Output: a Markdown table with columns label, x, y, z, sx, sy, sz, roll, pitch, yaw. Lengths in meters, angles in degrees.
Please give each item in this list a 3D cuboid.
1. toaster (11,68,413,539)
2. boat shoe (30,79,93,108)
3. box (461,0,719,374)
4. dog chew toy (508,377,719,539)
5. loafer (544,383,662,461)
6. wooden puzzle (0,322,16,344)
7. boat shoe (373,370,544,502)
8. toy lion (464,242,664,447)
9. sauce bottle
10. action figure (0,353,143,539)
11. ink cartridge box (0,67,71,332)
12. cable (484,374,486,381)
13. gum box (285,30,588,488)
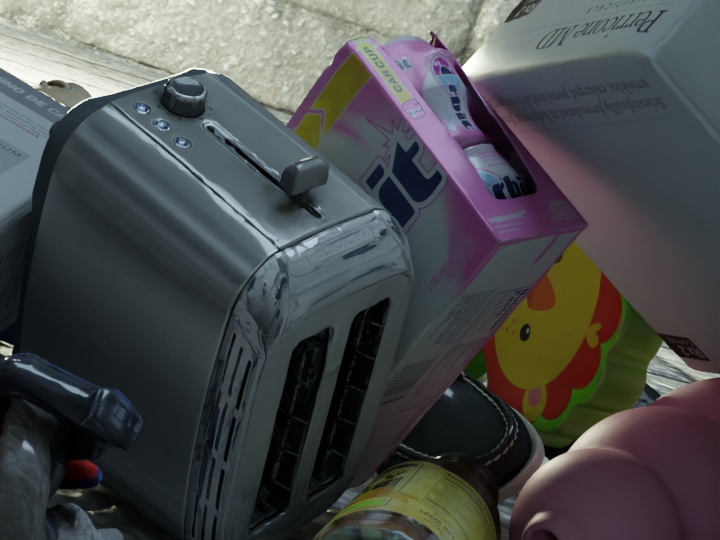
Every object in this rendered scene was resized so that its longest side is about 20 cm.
| label | x | y | z | sx | sy | sz | roll | pitch | yaw |
| --- | --- | --- | --- | --- | --- | --- | --- | --- | --- |
| toaster | -0.064 | 0.027 | 0.718 | 0.129 | 0.200 | 0.113 | 35 | 36 | 28 |
| boat shoe | -0.160 | -0.057 | 0.869 | 0.200 | 0.072 | 0.076 | 32 | -34 | -23 |
| box | 0.174 | -0.057 | 0.752 | 0.200 | 0.131 | 0.199 | 46 | -13 | -16 |
| dog chew toy | 0.143 | 0.114 | 0.801 | 0.124 | 0.125 | 0.200 | 26 | 18 | 39 |
| loafer | 0.160 | 0.115 | 0.976 | 0.073 | 0.072 | 0.200 | -21 | 47 | -27 |
| wooden puzzle | -0.142 | 0.025 | 0.958 | 0.185 | 0.046 | 0.200 | 21 | 5 | 4 |
| boat shoe | 0.017 | 0.066 | 0.910 | 0.200 | 0.076 | 0.060 | 16 | -38 | 54 |
| toy lion | 0.088 | 0.031 | 0.939 | 0.068 | 0.200 | 0.192 | 15 | 21 | -28 |
| sauce bottle | 0.023 | 0.112 | 0.714 | 0.065 | 0.065 | 0.200 | 21 | 7 | 10 |
| action figure | -0.166 | 0.073 | 0.540 | 0.193 | 0.105 | 0.200 | 23 | -21 | -29 |
| ink cartridge box | -0.229 | -0.044 | 0.720 | 0.200 | 0.084 | 0.176 | 31 | 30 | 8 |
| cable | -0.015 | 0.054 | 1.148 | 0.097 | 0.051 | 0.200 | -9 | 13 | -37 |
| gum box | 0.000 | 0.000 | 0.779 | 0.066 | 0.200 | 0.114 | -12 | 58 | -48 |
